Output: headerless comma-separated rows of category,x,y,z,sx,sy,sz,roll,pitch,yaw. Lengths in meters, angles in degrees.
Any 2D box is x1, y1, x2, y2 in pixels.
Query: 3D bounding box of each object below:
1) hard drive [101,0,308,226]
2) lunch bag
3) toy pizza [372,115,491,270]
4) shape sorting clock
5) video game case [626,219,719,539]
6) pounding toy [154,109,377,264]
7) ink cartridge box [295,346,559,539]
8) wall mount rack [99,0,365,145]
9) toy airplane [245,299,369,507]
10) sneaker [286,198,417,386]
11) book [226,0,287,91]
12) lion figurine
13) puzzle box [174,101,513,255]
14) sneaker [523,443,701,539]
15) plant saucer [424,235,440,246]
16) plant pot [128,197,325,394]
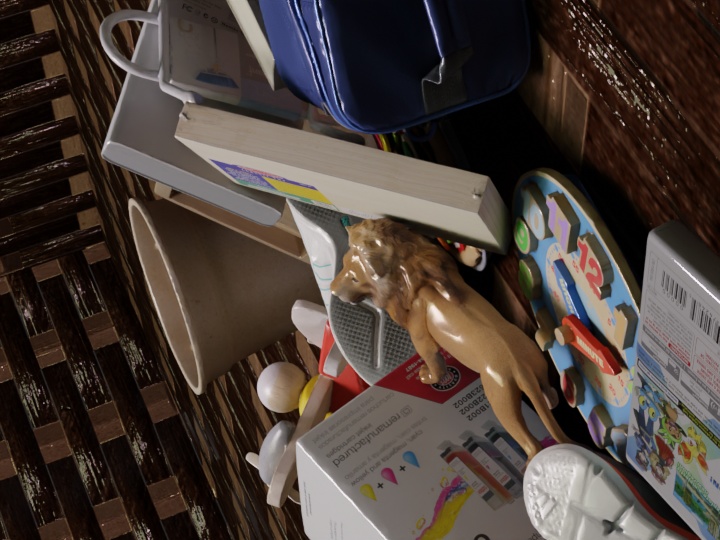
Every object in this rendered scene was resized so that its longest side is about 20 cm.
hard drive,-0.100,-0.139,1.147,0.026,0.132,0.200,-47,26,51
lunch bag,0.016,-0.174,0.937,0.132,0.136,0.200,-142,34,-66
toy pizza,0.036,-0.087,1.130,0.200,0.032,0.200,63,174,13
shape sorting clock,0.137,0.033,0.955,0.200,0.039,0.200,161,90,-76
video game case,0.203,0.098,0.771,0.200,0.022,0.183,48,155,38
pounding toy,-0.088,-0.115,1.298,0.184,0.200,0.142,153,141,-80
ink cartridge box,0.073,0.179,1.088,0.200,0.145,0.145,44,156,26
wall mount rack,-0.075,-0.140,1.087,0.075,0.200,0.174,124,149,-43
toy airplane,-0.029,0.098,1.356,0.200,0.141,0.200,2,-88,-64
sneaker,0.000,0.000,1.169,0.080,0.070,0.201,73,177,-68
book,-0.034,-0.223,1.074,0.048,0.133,0.200,97,152,-56
lion figurine,0.071,0.044,1.009,0.200,0.072,0.123,31,155,35
puzzle box,-0.006,-0.058,1.004,0.133,0.200,0.025,38,-111,-75
sneaker,0.186,0.174,0.929,0.200,0.082,0.077,49,115,19
plant saucer,0.057,0.033,1.231,0.200,0.035,0.200,63,172,16
plant pot,-0.107,-0.005,1.542,0.200,0.183,0.201,160,90,-77
